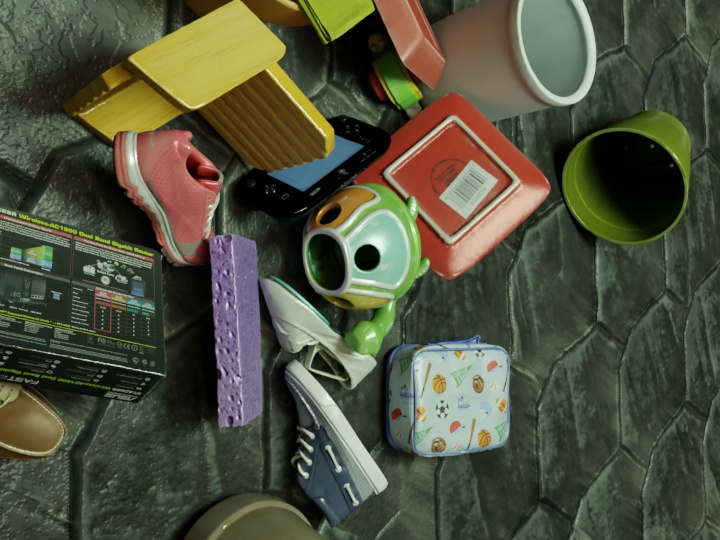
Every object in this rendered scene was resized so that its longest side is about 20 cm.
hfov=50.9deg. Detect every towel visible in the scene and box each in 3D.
[{"bbox_3d":[-0.057,-0.330,0.740,0.086,0.018,0.201,-44,113,-30],"label":"towel"}]

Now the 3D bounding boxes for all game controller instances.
[{"bbox_3d":[-0.053,-0.127,0.914,0.200,0.104,0.042,-42,135,-32],"label":"game controller"}]

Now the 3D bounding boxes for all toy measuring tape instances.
[{"bbox_3d":[0.065,-0.228,1.025,0.074,0.073,0.201,-44,113,-30],"label":"toy measuring tape"}]

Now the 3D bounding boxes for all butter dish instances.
[{"bbox_3d":[0.114,-0.097,1.020,0.200,0.148,0.200,-40,77,-12],"label":"butter dish"}]

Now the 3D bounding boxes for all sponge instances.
[{"bbox_3d":[-0.135,0.064,0.839,0.029,0.112,0.203,-3,89,5],"label":"sponge"}]

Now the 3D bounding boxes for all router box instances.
[{"bbox_3d":[-0.285,0.031,0.706,0.199,0.062,0.151,19,44,-36],"label":"router box"}]

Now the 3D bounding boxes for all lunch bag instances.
[{"bbox_3d":[0.127,0.172,1.053,0.198,0.075,0.162,3,84,-37],"label":"lunch bag"}]

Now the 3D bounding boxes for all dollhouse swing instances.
[{"bbox_3d":[-0.160,-0.145,0.767,0.182,0.199,0.177,-41,112,-31],"label":"dollhouse swing"}]

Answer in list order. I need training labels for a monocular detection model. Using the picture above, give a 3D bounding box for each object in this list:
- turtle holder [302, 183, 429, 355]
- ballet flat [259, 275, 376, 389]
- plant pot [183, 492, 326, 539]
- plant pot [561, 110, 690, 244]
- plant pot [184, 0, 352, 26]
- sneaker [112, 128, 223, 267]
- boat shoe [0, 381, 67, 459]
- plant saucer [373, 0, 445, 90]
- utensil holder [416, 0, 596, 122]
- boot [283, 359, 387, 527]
[{"bbox_3d":[-0.008,-0.008,0.912,0.131,0.140,0.187,-25,136,-53],"label":"turtle holder"},{"bbox_3d":[-0.058,0.085,0.924,0.200,0.069,0.070,41,64,-33],"label":"ballet flat"},{"bbox_3d":[-0.081,0.355,0.807,0.199,0.172,0.203,3,86,-45],"label":"plant pot"},{"bbox_3d":[0.470,-0.177,1.279,0.193,0.199,0.202,-41,112,-44],"label":"plant pot"},{"bbox_3d":[-0.113,-0.353,0.824,0.199,0.182,0.203,3,85,-38],"label":"plant pot"},{"bbox_3d":[-0.175,-0.068,0.776,0.201,0.086,0.074,68,12,-56],"label":"sneaker"},{"bbox_3d":[-0.356,0.113,0.681,0.200,0.074,0.076,39,66,-29],"label":"boat shoe"},{"bbox_3d":[0.048,-0.337,0.943,0.201,0.036,0.200,66,15,3],"label":"plant saucer"},{"bbox_3d":[0.192,-0.291,1.044,0.169,0.199,0.172,4,83,-39],"label":"utensil holder"},{"bbox_3d":[-0.054,0.212,0.917,0.090,0.073,0.201,-36,99,-13],"label":"boot"}]
